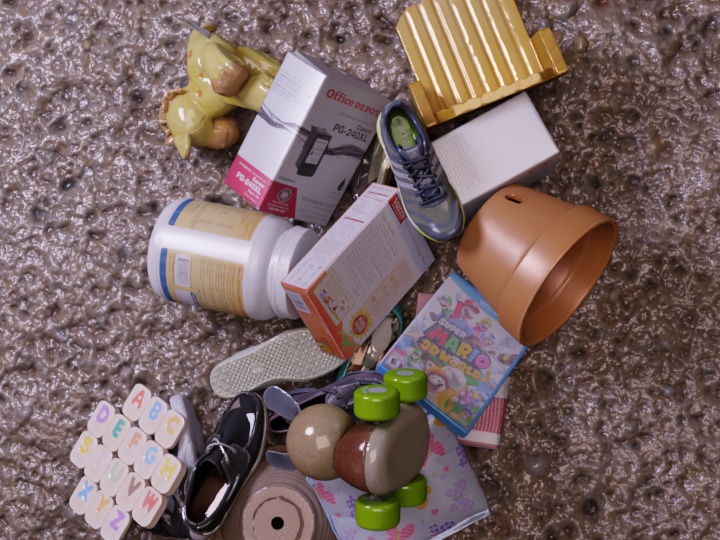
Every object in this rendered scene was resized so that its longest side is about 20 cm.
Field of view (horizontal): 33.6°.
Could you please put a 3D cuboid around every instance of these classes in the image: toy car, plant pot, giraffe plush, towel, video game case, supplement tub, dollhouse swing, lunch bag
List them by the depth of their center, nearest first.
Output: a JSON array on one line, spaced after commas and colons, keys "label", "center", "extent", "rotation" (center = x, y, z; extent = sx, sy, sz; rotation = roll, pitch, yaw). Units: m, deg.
[{"label": "toy car", "center": [-0.028, 0.206, 1.458], "extent": [0.200, 0.158, 0.165], "rotation": [5, 102, 26]}, {"label": "video game case", "center": [0.128, 0.106, 1.557], "extent": [0.143, 0.018, 0.200], "rotation": [37, 51, 5]}, {"label": "plant pot", "center": [0.221, -0.020, 1.564], "extent": [0.140, 0.200, 0.200], "rotation": [38, 89, 24]}, {"label": "lunch bag", "center": [0.044, 0.279, 1.567], "extent": [0.200, 0.127, 0.170], "rotation": [-27, 94, -4]}, {"label": "plant pot", "center": [-0.105, 0.335, 1.600], "extent": [0.200, 0.093, 0.201], "rotation": [-1, 84, 7]}, {"label": "supplement tub", "center": [-0.169, -0.013, 1.603], "extent": [0.200, 0.145, 0.145], "rotation": [12, 85, 17]}, {"label": "dollhouse swing", "center": [0.150, -0.307, 1.613], "extent": [0.200, 0.182, 0.176], "rotation": [-20, 93, 4]}, {"label": "towel", "center": [0.135, 0.136, 1.633], "extent": [0.144, 0.023, 0.201], "rotation": [8, 87, 5]}, {"label": "giraffe plush", "center": [-0.204, -0.234, 1.651], "extent": [0.200, 0.173, 0.162], "rotation": [30, 109, -2]}]

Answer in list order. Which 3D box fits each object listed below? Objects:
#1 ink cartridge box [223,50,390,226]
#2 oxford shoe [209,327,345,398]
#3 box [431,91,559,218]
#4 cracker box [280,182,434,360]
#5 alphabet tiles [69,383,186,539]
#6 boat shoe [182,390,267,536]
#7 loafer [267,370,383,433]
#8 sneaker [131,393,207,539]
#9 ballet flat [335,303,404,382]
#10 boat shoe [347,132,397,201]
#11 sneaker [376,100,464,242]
[{"label": "ink cartridge box", "center": [-0.069, -0.173, 1.589], "extent": [0.083, 0.145, 0.200], "rotation": [39, 107, 36]}, {"label": "oxford shoe", "center": [-0.110, 0.124, 1.638], "extent": [0.200, 0.058, 0.075], "rotation": [-19, 91, 8]}, {"label": "box", "center": [0.156, -0.139, 1.606], "extent": [0.200, 0.124, 0.098], "rotation": [-28, 81, 2]}, {"label": "cracker box", "center": [0.000, 0.000, 1.570], "extent": [0.058, 0.134, 0.200], "rotation": [17, 56, 44]}, {"label": "alphabet tiles", "center": [-0.319, 0.261, 1.618], "extent": [0.200, 0.015, 0.196], "rotation": [29, 87, 40]}, {"label": "boat shoe", "center": [-0.178, 0.250, 1.569], "extent": [0.072, 0.068, 0.200], "rotation": [18, 72, 16]}, {"label": "loafer", "center": [-0.038, 0.184, 1.580], "extent": [0.200, 0.063, 0.072], "rotation": [-16, 103, 36]}, {"label": "sneaker", "center": [-0.272, 0.275, 1.631], "extent": [0.114, 0.075, 0.201], "rotation": [-10, 83, 5]}, {"label": "ballet flat", "center": [0.007, 0.132, 1.620], "extent": [0.067, 0.070, 0.200], "rotation": [19, 87, 4]}, {"label": "boat shoe", "center": [0.013, -0.123, 1.651], "extent": [0.066, 0.072, 0.201], "rotation": [15, 85, 17]}, {"label": "sneaker", "center": [0.071, -0.127, 1.510], "extent": [0.074, 0.081, 0.200], "rotation": [-27, 80, 3]}]
